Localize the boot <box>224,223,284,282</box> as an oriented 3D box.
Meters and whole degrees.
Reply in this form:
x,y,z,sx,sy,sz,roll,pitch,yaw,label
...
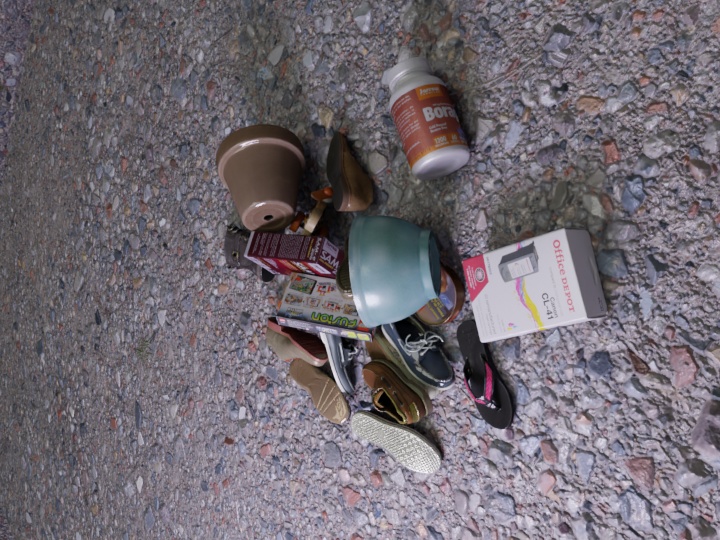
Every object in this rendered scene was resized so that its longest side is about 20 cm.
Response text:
x,y,z,sx,sy,sz,roll,pitch,yaw,label
-0.269,-0.078,1.607,0.173,0.069,0.203,25,110,39,boot

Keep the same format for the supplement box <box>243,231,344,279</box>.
x,y,z,sx,sy,sz,roll,pitch,yaw,label
-0.132,-0.030,1.392,0.198,0.109,0.062,5,72,34,supplement box

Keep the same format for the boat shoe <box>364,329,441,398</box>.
x,y,z,sx,sy,sz,roll,pitch,yaw,label
0.079,0.184,1.310,0.200,0.062,0.074,47,147,34,boat shoe

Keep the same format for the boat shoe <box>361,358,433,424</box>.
x,y,z,sx,sy,sz,roll,pitch,yaw,label
0.049,0.224,1.250,0.199,0.067,0.073,19,130,57,boat shoe

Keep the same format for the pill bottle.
x,y,z,sx,sy,sz,roll,pitch,yaw,label
0.117,-0.277,1.211,0.112,0.111,0.203,-29,73,39,pill bottle

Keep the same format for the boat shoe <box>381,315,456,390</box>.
x,y,z,sx,sy,sz,roll,pitch,yaw,label
0.110,0.139,1.259,0.201,0.074,0.062,53,155,36,boat shoe

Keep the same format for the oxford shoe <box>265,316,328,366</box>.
x,y,z,sx,sy,sz,roll,pitch,yaw,label
-0.141,0.171,1.465,0.199,0.070,0.076,29,109,46,oxford shoe

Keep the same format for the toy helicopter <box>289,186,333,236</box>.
x,y,z,sx,sy,sz,roll,pitch,yaw,label
-0.088,-0.117,1.380,0.078,0.200,0.133,31,96,-6,toy helicopter

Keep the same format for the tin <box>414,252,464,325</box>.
x,y,z,sx,sy,sz,roll,pitch,yaw,label
0.120,0.014,1.272,0.112,0.042,0.201,-50,60,28,tin

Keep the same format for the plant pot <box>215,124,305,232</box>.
x,y,z,sx,sy,sz,roll,pitch,yaw,label
-0.208,-0.180,1.432,0.200,0.199,0.177,-37,51,37,plant pot

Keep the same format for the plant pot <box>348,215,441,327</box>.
x,y,z,sx,sy,sz,roll,pitch,yaw,label
0.070,-0.006,1.184,0.132,0.200,0.204,-7,87,16,plant pot

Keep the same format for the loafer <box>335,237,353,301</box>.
x,y,z,sx,sy,sz,roll,pitch,yaw,label
0.000,0.000,1.310,0.075,0.201,0.068,-11,122,17,loafer

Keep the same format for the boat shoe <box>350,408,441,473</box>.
x,y,z,sx,sy,sz,roll,pitch,yaw,label
0.075,0.330,1.313,0.198,0.062,0.076,23,103,24,boat shoe

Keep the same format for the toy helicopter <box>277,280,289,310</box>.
x,y,z,sx,sy,sz,roll,pitch,yaw,label
-0.084,0.043,1.446,0.198,0.079,0.134,-3,76,33,toy helicopter

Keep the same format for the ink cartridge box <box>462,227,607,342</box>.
x,y,z,sx,sy,sz,roll,pitch,yaw,label
0.280,0.026,1.092,0.199,0.085,0.150,-20,78,43,ink cartridge box

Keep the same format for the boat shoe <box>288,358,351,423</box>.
x,y,z,sx,sy,sz,roll,pitch,yaw,label
-0.078,0.258,1.448,0.199,0.065,0.073,36,99,38,boat shoe

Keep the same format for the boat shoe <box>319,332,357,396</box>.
x,y,z,sx,sy,sz,roll,pitch,yaw,label
-0.038,0.168,1.392,0.061,0.073,0.203,-18,104,1,boat shoe

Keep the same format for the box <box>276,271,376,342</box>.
x,y,z,sx,sy,sz,roll,pitch,yaw,label
-0.060,0.071,1.341,0.197,0.035,0.111,10,59,13,box

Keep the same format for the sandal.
x,y,z,sx,sy,sz,roll,pitch,yaw,label
0.211,0.188,1.188,0.075,0.045,0.202,-31,71,39,sandal

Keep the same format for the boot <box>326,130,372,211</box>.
x,y,z,sx,sy,sz,roll,pitch,yaw,label
-0.024,-0.203,1.386,0.074,0.074,0.202,124,143,-50,boot
